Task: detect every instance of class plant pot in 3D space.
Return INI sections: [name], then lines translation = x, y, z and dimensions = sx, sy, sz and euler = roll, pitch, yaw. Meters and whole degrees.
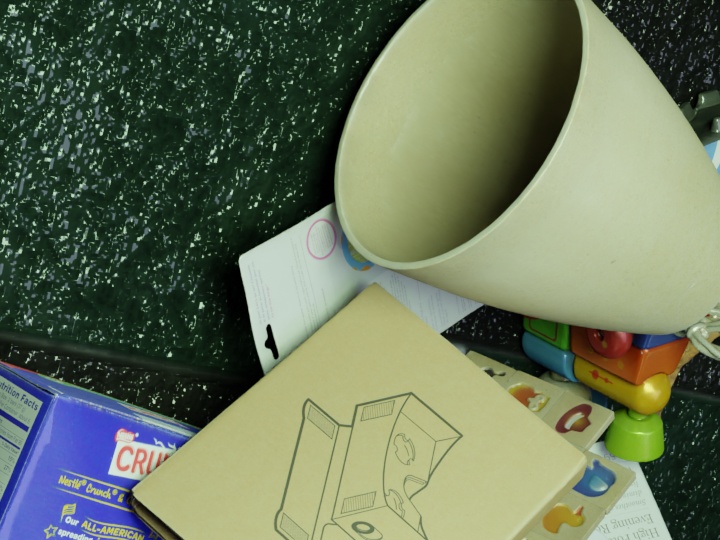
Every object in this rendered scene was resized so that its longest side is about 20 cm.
[plant pot]
translation = 0.121, -0.047, 1.318
dimensions = 0.200, 0.187, 0.188
euler = 30, 85, -36

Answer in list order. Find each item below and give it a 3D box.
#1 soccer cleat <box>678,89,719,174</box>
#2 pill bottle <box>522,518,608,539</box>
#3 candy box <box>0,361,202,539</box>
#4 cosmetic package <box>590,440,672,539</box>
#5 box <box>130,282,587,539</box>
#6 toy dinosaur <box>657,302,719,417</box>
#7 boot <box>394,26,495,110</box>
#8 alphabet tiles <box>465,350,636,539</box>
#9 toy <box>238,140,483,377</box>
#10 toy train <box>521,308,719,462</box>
[soccer cleat]
translation = 0.190, -0.047, 1.496
dimensions = 0.199, 0.070, 0.087
euler = -24, 119, -33
[pill bottle]
translation = 0.053, 0.154, 1.363
dimensions = 0.112, 0.200, 0.113
euler = -15, 114, -36
[candy box]
translation = -0.157, 0.169, 1.276
dimensions = 0.169, 0.077, 0.201
euler = 24, 90, -41
[cosmetic package]
translation = 0.153, 0.215, 1.463
dimensions = 0.101, 0.201, 0.074
euler = -12, 153, -23
[box]
translation = 0.002, 0.115, 1.255
dimensions = 0.200, 0.163, 0.021
euler = -40, 161, -32
[toy dinosaur]
translation = 0.238, 0.021, 1.559
dimensions = 0.200, 0.061, 0.106
euler = -42, 128, 15
[boot]
translation = 0.119, -0.165, 1.410
dimensions = 0.199, 0.069, 0.175
euler = 22, 96, -38
[alphabet tiles]
translation = 0.048, 0.124, 1.295
dimensions = 0.200, 0.167, 0.008
euler = -45, 145, -35
[toy]
translation = 0.000, 0.000, 1.370
dimensions = 0.200, 0.047, 0.116
euler = -30, 119, -35
[toy train]
translation = 0.176, 0.068, 1.441
dimensions = 0.084, 0.200, 0.116
euler = -16, 119, -35
